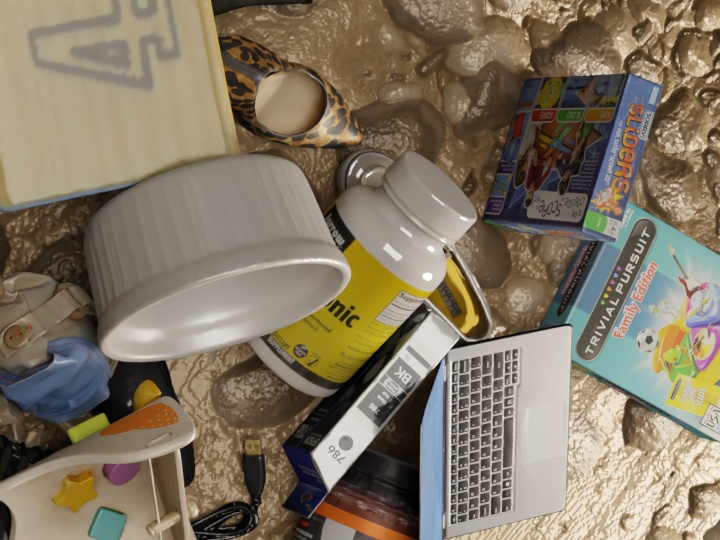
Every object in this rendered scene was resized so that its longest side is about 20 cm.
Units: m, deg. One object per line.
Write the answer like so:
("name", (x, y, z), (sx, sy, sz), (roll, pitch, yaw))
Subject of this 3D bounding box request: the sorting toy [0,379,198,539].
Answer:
("sorting toy", (-0.219, 0.185, 1.600), (0.180, 0.107, 0.200), (-20, 139, -17))

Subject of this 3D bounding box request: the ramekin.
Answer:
("ramekin", (-0.116, -0.010, 1.581), (0.200, 0.200, 0.098), (-12, 73, -19))

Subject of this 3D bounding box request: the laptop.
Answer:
("laptop", (0.116, 0.167, 1.756), (0.200, 0.116, 0.187), (-10, 116, -22))

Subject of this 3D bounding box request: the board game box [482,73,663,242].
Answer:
("board game box", (0.175, -0.096, 1.743), (0.034, 0.200, 0.136), (18, 88, -21))

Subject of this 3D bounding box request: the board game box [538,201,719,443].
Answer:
("board game box", (0.276, 0.046, 1.872), (0.200, 0.047, 0.151), (28, 84, -20))

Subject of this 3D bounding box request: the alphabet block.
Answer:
("alphabet block", (-0.224, -0.163, 1.595), (0.196, 0.195, 0.200), (-14, 98, -21))

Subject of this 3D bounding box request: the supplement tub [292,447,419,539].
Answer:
("supplement tub", (-0.011, 0.251, 1.749), (0.107, 0.107, 0.200), (23, 86, -20))

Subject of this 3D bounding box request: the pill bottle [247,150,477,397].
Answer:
("pill bottle", (0.000, 0.000, 1.694), (0.111, 0.111, 0.200), (37, 107, -19))

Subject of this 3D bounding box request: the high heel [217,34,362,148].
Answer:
("high heel", (-0.054, -0.133, 1.677), (0.200, 0.143, 0.071), (27, 93, -32))

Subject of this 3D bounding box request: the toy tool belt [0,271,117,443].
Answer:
("toy tool belt", (-0.254, 0.070, 1.588), (0.125, 0.200, 0.123), (-23, 71, 8))

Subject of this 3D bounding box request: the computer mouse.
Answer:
("computer mouse", (-0.148, 0.146, 1.722), (0.140, 0.046, 0.200), (-11, 98, -18))

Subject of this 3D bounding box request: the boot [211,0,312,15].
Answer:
("boot", (-0.087, -0.292, 1.664), (0.138, 0.200, 0.078), (-8, 53, -24))

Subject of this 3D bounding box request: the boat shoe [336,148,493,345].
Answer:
("boat shoe", (0.052, -0.018, 1.771), (0.071, 0.070, 0.200), (-34, 105, -15))

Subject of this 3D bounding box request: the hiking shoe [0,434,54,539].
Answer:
("hiking shoe", (-0.280, 0.165, 1.669), (0.101, 0.076, 0.200), (-33, 113, -24))

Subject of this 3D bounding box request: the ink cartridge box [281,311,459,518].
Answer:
("ink cartridge box", (-0.004, 0.118, 1.744), (0.039, 0.099, 0.200), (42, 78, -12))
